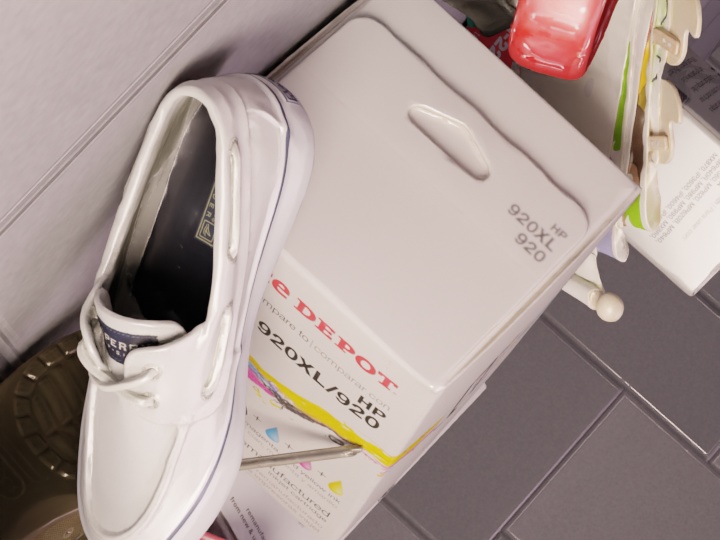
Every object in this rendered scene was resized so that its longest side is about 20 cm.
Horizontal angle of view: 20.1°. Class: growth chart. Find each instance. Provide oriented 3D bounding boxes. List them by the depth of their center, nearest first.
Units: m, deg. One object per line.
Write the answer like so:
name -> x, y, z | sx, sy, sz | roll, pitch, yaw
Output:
growth chart -> 0.104, -0.078, 0.927 | 0.018, 0.145, 0.201 | -4, 118, -28

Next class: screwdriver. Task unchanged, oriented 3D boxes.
screwdriver -> -0.088, 0.092, 0.903 | 0.199, 0.028, 0.029 | -8, 165, 19

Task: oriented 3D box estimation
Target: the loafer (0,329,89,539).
loafer -> -0.141, 0.086, 0.844 | 0.200, 0.076, 0.067 | -28, 168, -36

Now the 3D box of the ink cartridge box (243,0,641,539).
ink cartridge box -> 0.000, 0.000, 0.914 | 0.145, 0.147, 0.200 | -44, 172, -28

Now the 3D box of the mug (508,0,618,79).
mug -> 0.090, -0.166, 0.700 | 0.177, 0.134, 0.200 | -41, 179, 8

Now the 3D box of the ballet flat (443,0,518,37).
ballet flat -> 0.066, -0.133, 0.866 | 0.200, 0.068, 0.068 | -25, 119, -75

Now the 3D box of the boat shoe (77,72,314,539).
boat shoe -> -0.078, 0.021, 0.767 | 0.065, 0.073, 0.201 | -4, 110, -60

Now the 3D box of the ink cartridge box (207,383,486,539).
ink cartridge box -> -0.050, 0.089, 1.099 | 0.146, 0.086, 0.200 | -4, -149, 45

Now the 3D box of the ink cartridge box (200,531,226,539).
ink cartridge box -> -0.128, 0.194, 1.019 | 0.200, 0.145, 0.085 | 101, 11, -58

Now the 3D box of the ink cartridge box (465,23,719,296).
ink cartridge box -> 0.159, -0.091, 1.187 | 0.084, 0.200, 0.144 | -51, 172, 21
